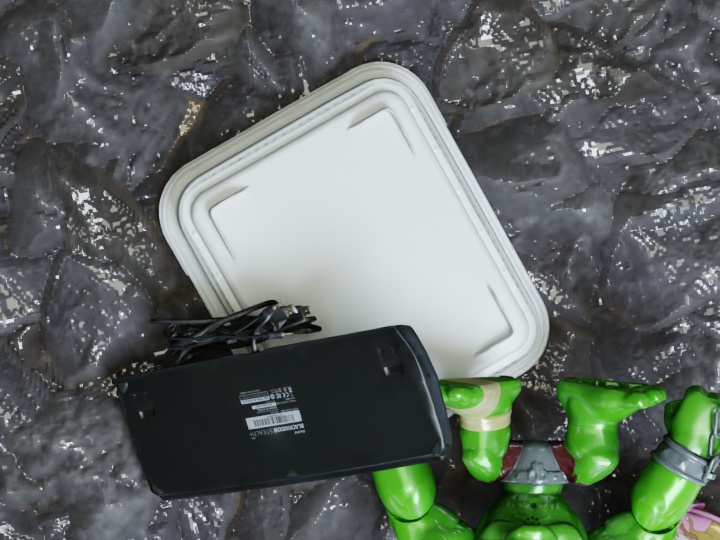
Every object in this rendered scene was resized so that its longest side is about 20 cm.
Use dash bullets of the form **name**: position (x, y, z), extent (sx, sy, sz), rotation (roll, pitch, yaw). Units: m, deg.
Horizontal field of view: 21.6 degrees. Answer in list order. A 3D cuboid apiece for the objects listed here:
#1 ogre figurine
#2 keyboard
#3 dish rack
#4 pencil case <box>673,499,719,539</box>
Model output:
- **ogre figurine**: position (0.096, 0.118, 1.012), extent (0.199, 0.098, 0.120), rotation (0, 94, -14)
- **keyboard**: position (-0.042, 0.062, 1.019), extent (0.199, 0.040, 0.104), rotation (-11, 100, 31)
- **dish rack**: position (0.000, 0.000, 1.056), extent (0.171, 0.044, 0.200), rotation (-30, 95, -5)
- **pencil case**: position (0.150, 0.221, 1.057), extent (0.086, 0.083, 0.200), rotation (32, 89, 19)
